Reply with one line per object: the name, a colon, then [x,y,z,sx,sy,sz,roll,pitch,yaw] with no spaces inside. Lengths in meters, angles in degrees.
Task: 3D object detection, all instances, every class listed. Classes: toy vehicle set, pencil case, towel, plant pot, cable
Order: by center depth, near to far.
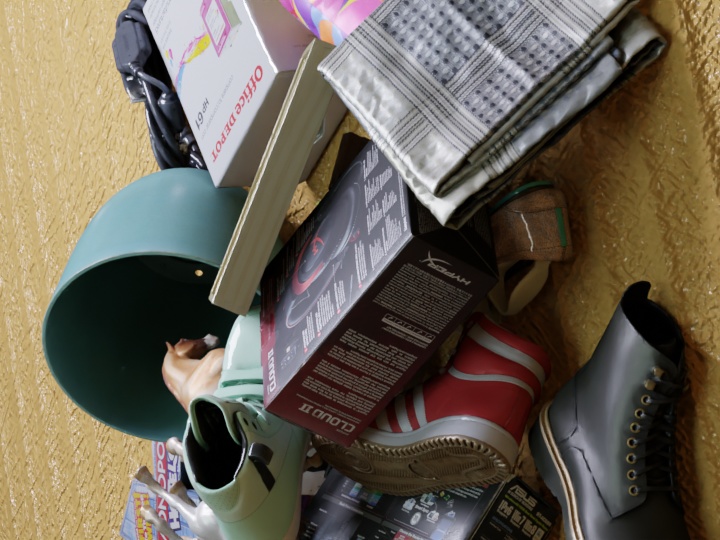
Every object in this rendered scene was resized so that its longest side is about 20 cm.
towel: [0.081,-0.145,1.530,0.192,0.035,0.200,-41,48,2]
toy vehicle set: [-0.061,-0.066,1.675,0.124,0.026,0.201,-159,91,-85]
pencil case: [0.016,-0.183,1.700,0.200,0.088,0.089,44,130,46]
plant pot: [-0.147,0.013,1.890,0.161,0.200,0.201,-84,14,-51]
cable: [-0.169,-0.149,2.007,0.200,0.051,0.164,-113,1,-58]

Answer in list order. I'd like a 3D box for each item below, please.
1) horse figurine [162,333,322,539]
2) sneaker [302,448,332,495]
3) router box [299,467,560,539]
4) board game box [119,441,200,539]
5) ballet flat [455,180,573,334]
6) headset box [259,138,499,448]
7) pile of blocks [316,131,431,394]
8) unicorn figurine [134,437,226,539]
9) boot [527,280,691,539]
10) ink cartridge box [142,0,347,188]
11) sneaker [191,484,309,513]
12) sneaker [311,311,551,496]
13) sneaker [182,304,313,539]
horse figurine: [-0.089,0.114,1.739,0.050,0.132,0.201,56,-158,-52]
sneaker: [-0.036,0.128,1.818,0.200,0.088,0.074,-33,29,45]
router box: [0.032,0.198,1.660,0.150,0.062,0.200,-57,31,-10]
board game box: [-0.147,0.189,2.038,0.200,0.061,0.201,2,95,59]
ballet flat: [0.083,0.007,1.622,0.200,0.068,0.068,-42,65,55]
headset box: [0.003,0.011,1.598,0.200,0.075,0.149,-50,26,29]
pile of blocks: [0.000,0.000,1.744,0.062,0.082,0.201,-16,81,59]
unicorn figurine: [-0.115,0.199,1.781,0.137,0.074,0.200,41,176,22]
boot: [0.182,0.119,1.462,0.200,0.077,0.139,57,134,38]
ink cartridge box: [-0.089,-0.186,1.871,0.201,0.084,0.145,65,143,30]
sneaker: [-0.068,0.222,1.901,0.201,0.083,0.081,65,166,6]
sneaker: [0.054,0.092,1.620,0.200,0.071,0.113,-7,47,50]
sneaker: [-0.079,0.091,1.646,0.118,0.073,0.201,61,-156,-54]
